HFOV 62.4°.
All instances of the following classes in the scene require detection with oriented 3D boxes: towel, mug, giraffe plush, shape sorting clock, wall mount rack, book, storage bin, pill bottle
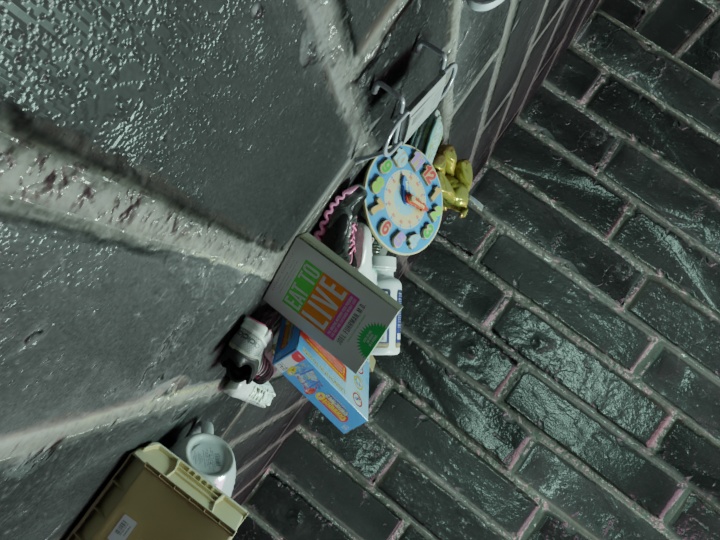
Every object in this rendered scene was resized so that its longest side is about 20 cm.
[{"bbox_3d":[0.119,-0.214,1.222,0.171,0.048,0.203,22,89,-81],"label":"towel"},{"bbox_3d":[-0.296,0.356,1.044,0.176,0.146,0.201,-56,-156,26],"label":"mug"},{"bbox_3d":[0.209,-0.211,1.593,0.161,0.201,0.173,-19,-154,49],"label":"giraffe plush"},{"bbox_3d":[0.083,-0.129,1.087,0.039,0.201,0.200,-4,-144,48],"label":"shape sorting clock"},{"bbox_3d":[0.061,-0.236,0.888,0.200,0.074,0.174,-50,167,-28],"label":"wall mount rack"},{"bbox_3d":[-0.048,0.053,0.964,0.134,0.199,0.048,-57,171,19],"label":"book"},{"bbox_3d":[-0.311,0.401,0.890,0.201,0.198,0.094,-53,180,-5],"label":"storage bin"},{"bbox_3d":[0.031,0.073,1.249,0.111,0.109,0.204,31,61,-82],"label":"pill bottle"}]

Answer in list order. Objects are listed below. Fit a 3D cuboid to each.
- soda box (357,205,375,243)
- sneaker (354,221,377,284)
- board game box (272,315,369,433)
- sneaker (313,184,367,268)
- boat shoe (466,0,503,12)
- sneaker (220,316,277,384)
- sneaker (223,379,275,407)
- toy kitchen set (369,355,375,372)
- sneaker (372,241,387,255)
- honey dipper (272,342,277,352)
[{"bbox_3d":[-0.015,-0.059,1.141,0.201,0.070,0.063,-56,168,11],"label":"soda box"},{"bbox_3d":[0.000,0.000,1.094,0.088,0.075,0.203,-16,127,-39],"label":"sneaker"},{"bbox_3d":[-0.062,0.153,1.074,0.055,0.200,0.197,-31,-154,20],"label":"board game box"},{"bbox_3d":[-0.034,-0.048,1.012,0.201,0.095,0.079,-57,169,11],"label":"sneaker"},{"bbox_3d":[0.219,-0.458,0.898,0.202,0.070,0.070,-59,170,-12],"label":"boat shoe"},{"bbox_3d":[-0.193,0.155,1.008,0.088,0.073,0.201,-50,166,-28],"label":"sneaker"},{"bbox_3d":[-0.211,0.231,1.181,0.071,0.080,0.200,-51,170,-6],"label":"sneaker"},{"bbox_3d":[-0.092,0.192,1.292,0.161,0.202,0.181,-19,-156,22],"label":"toy kitchen set"},{"bbox_3d":[0.030,-0.046,1.498,0.093,0.075,0.200,-61,179,0],"label":"sneaker"},{"bbox_3d":[-0.159,0.133,1.227,0.038,0.038,0.201,-44,165,-48],"label":"honey dipper"}]
